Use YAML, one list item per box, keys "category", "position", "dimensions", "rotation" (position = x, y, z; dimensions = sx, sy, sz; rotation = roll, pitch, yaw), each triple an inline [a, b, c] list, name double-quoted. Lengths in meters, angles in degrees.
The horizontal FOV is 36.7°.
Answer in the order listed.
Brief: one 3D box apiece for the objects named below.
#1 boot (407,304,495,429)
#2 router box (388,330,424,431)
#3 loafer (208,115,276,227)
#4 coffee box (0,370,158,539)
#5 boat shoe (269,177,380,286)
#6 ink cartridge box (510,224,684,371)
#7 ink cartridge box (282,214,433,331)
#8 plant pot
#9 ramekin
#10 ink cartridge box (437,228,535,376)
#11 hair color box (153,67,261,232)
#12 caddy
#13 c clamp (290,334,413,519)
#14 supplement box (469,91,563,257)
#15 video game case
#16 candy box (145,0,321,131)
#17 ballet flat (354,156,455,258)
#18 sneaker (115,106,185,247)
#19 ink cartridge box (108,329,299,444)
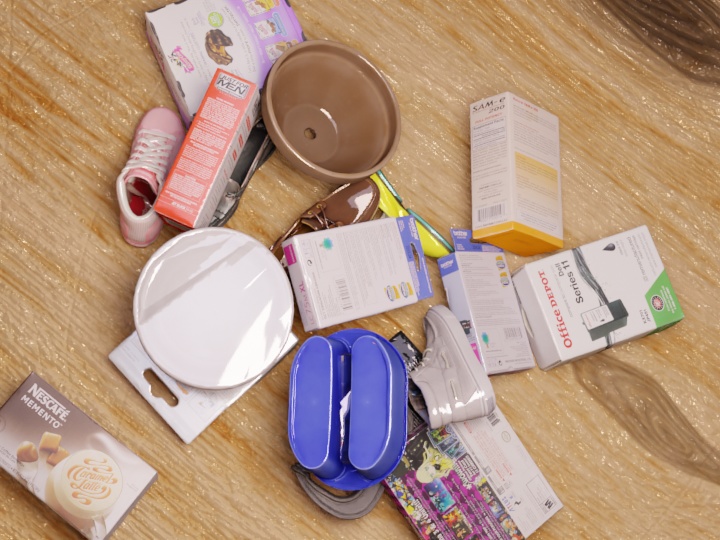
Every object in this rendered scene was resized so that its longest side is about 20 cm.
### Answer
- category: "boot"
  position: [0.094, 0.120, 1.392]
  dimensions: [0.095, 0.074, 0.200]
  rotation: [-15, 35, -10]
- category: "router box"
  position: [0.064, 0.204, 1.445]
  dimensions: [0.149, 0.051, 0.200]
  rotation: [-41, 85, -15]
- category: "loafer"
  position: [-0.180, -0.135, 1.487]
  dimensions: [0.072, 0.063, 0.201]
  rotation: [33, 72, 0]
- category: "coffee box"
  position: [-0.363, 0.235, 1.347]
  dimensions: [0.200, 0.080, 0.115]
  rotation: [39, 72, 2]
- category: "boat shoe"
  position: [-0.051, -0.054, 1.465]
  dimensions: [0.200, 0.068, 0.072]
  rotation: [-41, 81, -4]
- category: "ink cartridge box"
  position: [0.327, 0.039, 1.519]
  dimensions: [0.198, 0.083, 0.148]
  rotation: [-18, 79, -13]
- category: "ink cartridge box"
  position: [0.000, 0.000, 1.421]
  dimensions: [0.199, 0.042, 0.120]
  rotation: [-13, 86, -35]
- category: "plant pot"
  position: [-0.052, -0.203, 1.475]
  dimensions: [0.199, 0.093, 0.203]
  rotation: [10, 69, -26]
- category: "ramekin"
  position: [-0.185, 0.053, 1.374]
  dimensions: [0.200, 0.094, 0.204]
  rotation: [1, 78, -7]
- category: "ink cartridge box"
  position: [0.168, 0.044, 1.484]
  dimensions: [0.119, 0.042, 0.202]
  rotation: [0, 74, -48]
- category: "hair color box"
  position: [-0.196, -0.149, 1.410]
  dimensions: [0.061, 0.102, 0.201]
  rotation: [24, 82, 1]
- category: "caddy"
  position: [-0.014, 0.168, 1.340]
  dimensions: [0.140, 0.105, 0.202]
  rotation: [-1, 77, 12]
- category: "c clamp"
  position: [-0.023, 0.209, 1.397]
  dimensions: [0.170, 0.027, 0.201]
  rotation: [24, 77, -5]
- category: "supplement box"
  position: [0.219, -0.133, 1.524]
  dimensions: [0.125, 0.073, 0.202]
  rotation: [16, 68, -44]
- category: "video game case"
  position: [0.138, 0.276, 1.396]
  dimensions: [0.181, 0.036, 0.201]
  rotation: [-36, 94, -16]
- category: "candy box"
  position: [-0.181, -0.307, 1.529]
  dimensions: [0.199, 0.072, 0.169]
  rotation: [-22, 80, -15]
- category: "ballet flat"
  position: [0.046, -0.075, 1.518]
  dimensions: [0.067, 0.067, 0.200]
  rotation: [-42, 82, 4]
- category: "sneaker"
  position: [-0.278, -0.139, 1.451]
  dimensions: [0.075, 0.105, 0.202]
  rotation: [11, 73, -5]
- category: "ink cartridge box"
  position: [-0.205, 0.104, 1.434]
  dimensions: [0.200, 0.047, 0.160]
  rotation: [-43, 86, -12]
